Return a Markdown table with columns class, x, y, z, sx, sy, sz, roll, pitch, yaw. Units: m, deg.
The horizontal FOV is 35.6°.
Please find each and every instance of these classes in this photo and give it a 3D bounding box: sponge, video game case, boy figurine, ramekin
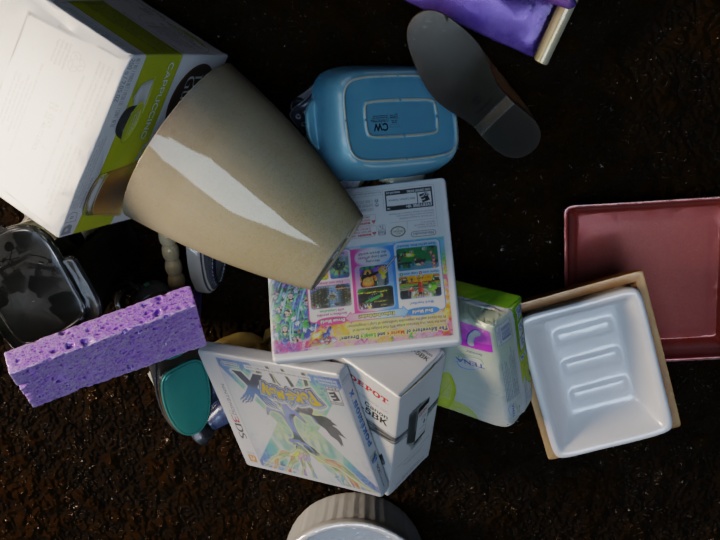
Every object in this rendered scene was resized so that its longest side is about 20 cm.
| class | x | y | z | sx | sy | sz | roll | pitch | yaw |
| --- | --- | --- | --- | --- | --- | --- | --- | --- | --- |
| sponge | -0.263 | 0.081 | 1.179 | 0.199 | 0.112 | 0.030 | -20 | 67 | -12 |
| video game case | 0.000 | 0.000 | 1.189 | 0.199 | 0.024 | 0.183 | -6 | 73 | 6 |
| boy figurine | -0.132 | 0.130 | 1.352 | 0.200 | 0.064 | 0.124 | -36 | 102 | 17 |
| ramekin | -0.010 | 0.380 | 1.420 | 0.200 | 0.098 | 0.201 | 1 | 110 | 2 |
| video game case | -0.076 | 0.167 | 1.265 | 0.199 | 0.022 | 0.183 | 6 | 129 | 34 |

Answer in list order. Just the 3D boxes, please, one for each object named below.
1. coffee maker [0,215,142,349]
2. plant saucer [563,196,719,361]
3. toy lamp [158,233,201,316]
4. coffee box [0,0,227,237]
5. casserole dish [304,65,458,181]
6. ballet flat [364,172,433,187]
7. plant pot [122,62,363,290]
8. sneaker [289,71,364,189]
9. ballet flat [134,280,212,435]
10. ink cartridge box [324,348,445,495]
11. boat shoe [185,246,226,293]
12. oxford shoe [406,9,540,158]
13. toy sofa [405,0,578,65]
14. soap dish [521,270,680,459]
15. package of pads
| class | x | y | z | sx | sy | sz | roll | pitch | yaw |
| --- | --- | --- | --- | --- | --- | --- | --- | --- | --- |
| coffee maker | -0.314 | 0.007 | 1.242 | 0.192 | 0.200 | 0.135 | 39 | 108 | -11 |
| plant saucer | 0.336 | 0.010 | 1.302 | 0.199 | 0.037 | 0.200 | -3 | 110 | 4 |
| toy lamp | -0.222 | -0.027 | 1.304 | 0.058 | 0.058 | 0.201 | -6 | 107 | 5 |
| coffee box | -0.293 | -0.182 | 1.147 | 0.200 | 0.198 | 0.200 | 33 | 110 | 12 |
| casserole dish | 0.034 | -0.160 | 1.191 | 0.199 | 0.039 | 0.122 | -8 | 92 | -34 |
| ballet flat | 0.033 | -0.082 | 1.264 | 0.068 | 0.068 | 0.200 | 26 | 109 | -6 |
| plant pot | -0.104 | -0.075 | 1.133 | 0.200 | 0.187 | 0.188 | 36 | 108 | 3 |
| sneaker | -0.046 | -0.123 | 1.250 | 0.108 | 0.070 | 0.201 | 23 | 103 | -11 |
| ballet flat | -0.219 | 0.096 | 1.298 | 0.073 | 0.073 | 0.201 | -8 | 120 | 5 |
| ink cartridge box | 0.008 | 0.138 | 1.265 | 0.147 | 0.083 | 0.200 | 33 | 145 | 24 |
| boat shoe | -0.144 | -0.067 | 1.272 | 0.092 | 0.075 | 0.201 | 5 | 110 | 9 |
| oxford shoe | 0.115 | -0.205 | 1.202 | 0.071 | 0.071 | 0.200 | -34 | 121 | 18 |
| toy sofa | 0.122 | -0.292 | 1.169 | 0.199 | 0.098 | 0.083 | 23 | 109 | -7 |
| soap dish | 0.264 | 0.104 | 1.278 | 0.157 | 0.081 | 0.201 | -16 | 108 | 8 |
| package of pads | 0.091 | 0.083 | 1.259 | 0.199 | 0.068 | 0.155 | 15 | 134 | 35 |
